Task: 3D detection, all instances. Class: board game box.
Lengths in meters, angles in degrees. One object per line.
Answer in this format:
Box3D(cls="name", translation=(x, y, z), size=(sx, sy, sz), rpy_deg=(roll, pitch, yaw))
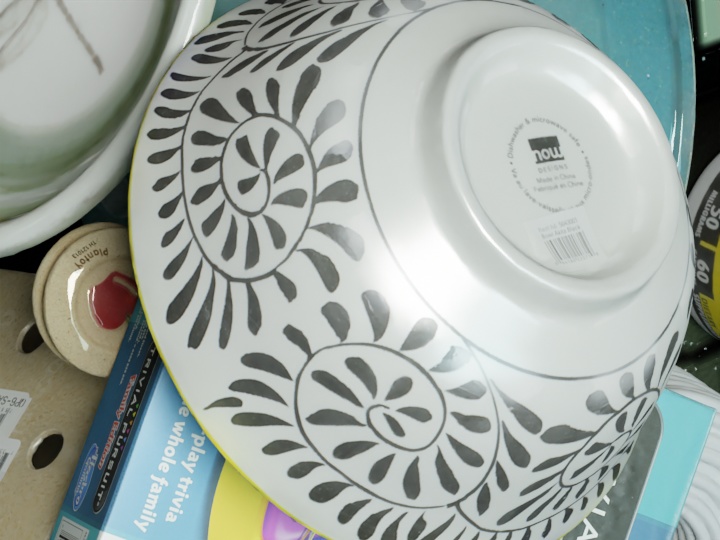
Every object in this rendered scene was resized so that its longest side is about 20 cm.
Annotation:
Box3D(cls="board game box", translation=(0.006, 0.082, 0.891), size=(0.199, 0.047, 0.152), rpy_deg=(22, 86, -24))

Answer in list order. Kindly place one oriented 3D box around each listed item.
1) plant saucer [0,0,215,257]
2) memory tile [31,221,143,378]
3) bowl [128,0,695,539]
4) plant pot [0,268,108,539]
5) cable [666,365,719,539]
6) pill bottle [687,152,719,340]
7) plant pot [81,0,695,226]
Box3D(cls="plant saucer", translation=(-0.111, -0.097, 0.934), size=(0.050, 0.200, 0.201), rpy_deg=(19, 97, -48))
Box3D(cls="memory tile", translation=(0.000, 0.000, 0.916), size=(0.200, 0.017, 0.154), rpy_deg=(-43, 109, -16))
Box3D(cls="bowl", translation=(0.036, -0.017, 0.828), size=(0.199, 0.094, 0.202), rpy_deg=(14, 62, -28))
Box3D(cls="plant pot", translation=(-0.086, 0.106, 0.988), size=(0.177, 0.199, 0.201), rpy_deg=(46, 64, -37))
Box3D(cls="cable", translation=(0.110, 0.138, 1.234), size=(0.200, 0.069, 0.200), rpy_deg=(-46, 125, -9))
Box3D(cls="pill bottle", translation=(0.239, 0.011, 1.188), size=(0.111, 0.200, 0.112), rpy_deg=(-11, 113, -29))
Box3D(cls="plant pot", translation=(-0.005, -0.060, 1.022), size=(0.187, 0.200, 0.202), rpy_deg=(4, 106, -25))
